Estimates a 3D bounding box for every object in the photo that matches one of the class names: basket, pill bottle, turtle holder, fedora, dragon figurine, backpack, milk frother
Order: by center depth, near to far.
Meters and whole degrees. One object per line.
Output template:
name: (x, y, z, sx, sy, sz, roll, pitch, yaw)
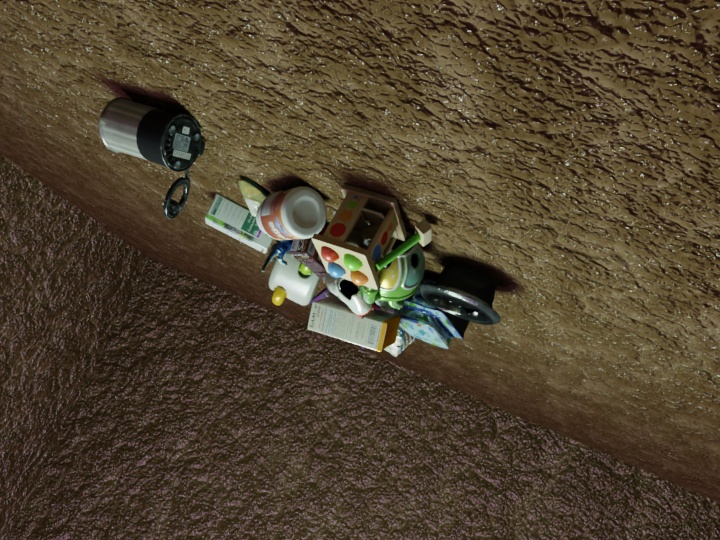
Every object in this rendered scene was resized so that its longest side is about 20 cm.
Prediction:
milk frother: (-0.446, -0.239, 1.360, 0.185, 0.204, 0.180, 19, 170, 25)
turtle holder: (0.058, -0.009, 1.384, 0.142, 0.182, 0.133, 58, 149, 33)
fedora: (0.233, 0.044, 1.432, 0.197, 0.093, 0.201, 24, 167, 6)
pill bottle: (-0.166, -0.127, 1.462, 0.111, 0.114, 0.199, 31, 166, -27)
dragon figurine: (-0.195, -0.072, 1.582, 0.058, 0.199, 0.102, 16, 120, 30)
backpack: (0.168, 0.097, 1.637, 0.198, 0.149, 0.183, 21, 164, 40)
basket: (0.092, 0.128, 1.808, 0.174, 0.201, 0.141, 25, 140, 16)

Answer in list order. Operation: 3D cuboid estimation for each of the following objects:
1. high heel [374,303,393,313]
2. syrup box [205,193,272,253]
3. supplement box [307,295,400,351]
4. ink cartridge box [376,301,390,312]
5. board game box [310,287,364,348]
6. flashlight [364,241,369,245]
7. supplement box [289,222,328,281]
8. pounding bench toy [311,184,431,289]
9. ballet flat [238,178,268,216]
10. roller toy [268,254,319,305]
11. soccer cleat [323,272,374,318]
high heel: (0.023, 0.034, 1.708, 0.096, 0.067, 0.201, 38, -167, -52)
syrup box: (-0.342, -0.133, 1.837, 0.197, 0.080, 0.081, 27, 166, -7)
supplement box: (-0.014, 0.128, 1.562, 0.196, 0.075, 0.126, 15, -171, 19)
ink cartridge box: (0.000, 0.000, 1.562, 0.160, 0.047, 0.200, 49, 180, -26)
board game box: (-0.031, 0.122, 1.703, 0.199, 0.033, 0.120, 41, 148, -9)
flashlight: (0.021, -0.059, 1.498, 0.067, 0.069, 0.200, -24, 157, 8)
supplement box: (-0.092, -0.049, 1.623, 0.060, 0.111, 0.200, 1, 156, 33)
pounding bench toy: (0.028, -0.050, 1.258, 0.196, 0.158, 0.125, 18, 154, 25)
ballet flat: (-0.240, -0.153, 1.602, 0.070, 0.072, 0.199, 13, 162, 41)
roller toy: (-0.170, -0.010, 1.752, 0.137, 0.203, 0.183, 25, -151, 0)
soccer cleat: (-0.037, 0.037, 1.509, 0.200, 0.068, 0.086, 43, 167, 49)
